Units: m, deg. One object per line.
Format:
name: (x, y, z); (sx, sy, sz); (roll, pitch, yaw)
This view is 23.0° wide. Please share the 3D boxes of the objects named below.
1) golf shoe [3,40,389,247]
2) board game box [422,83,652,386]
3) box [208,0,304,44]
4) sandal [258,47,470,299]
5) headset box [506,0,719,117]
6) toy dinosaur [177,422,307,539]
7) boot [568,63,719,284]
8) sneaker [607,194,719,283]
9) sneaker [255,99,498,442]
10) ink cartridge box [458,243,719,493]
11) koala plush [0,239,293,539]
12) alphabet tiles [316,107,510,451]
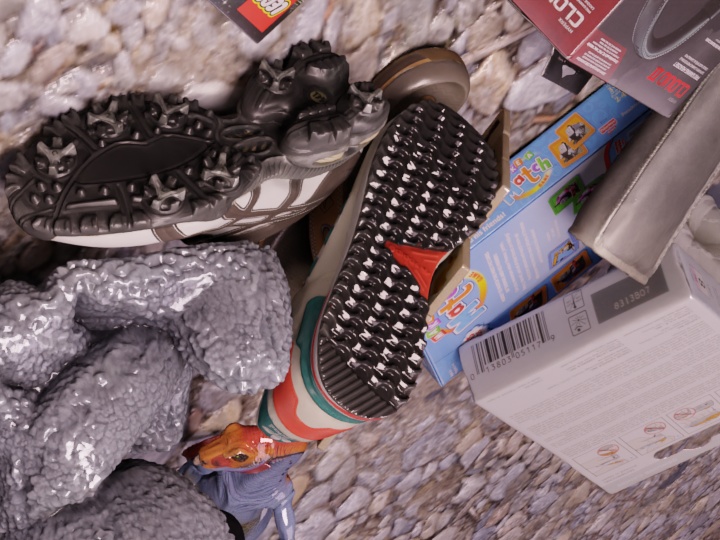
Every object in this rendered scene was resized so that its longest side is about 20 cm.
golf shoe: (-0.075, -0.035, 0.818); (0.199, 0.078, 0.095); (-18, 148, -35)
board game box: (0.108, -0.022, 1.125); (0.199, 0.037, 0.151); (-39, 155, -5)
box: (-0.041, -0.180, 0.672); (0.136, 0.038, 0.200); (-43, 154, 6)
sandal: (0.001, -0.029, 0.951); (0.200, 0.055, 0.081); (-51, 152, 22)
headset box: (0.166, -0.174, 0.913); (0.200, 0.077, 0.148); (-48, 153, 15)
toy dinosaur: (-0.079, 0.110, 0.969); (0.104, 0.201, 0.182); (17, 132, -22)
boot: (0.211, -0.084, 1.057); (0.181, 0.072, 0.202); (15, 101, -60)
sneaker: (0.235, 0.009, 1.241); (0.078, 0.100, 0.200); (-43, 173, 23)
sneaker: (0.000, 0.001, 0.865); (0.093, 0.070, 0.201); (-32, -153, 46)
ink cartridge box: (0.183, 0.070, 1.168); (0.162, 0.058, 0.200); (-28, 147, 22)
koala plush: (-0.122, 0.110, 0.799); (0.182, 0.202, 0.177); (-7, 167, -29)
alphabet tiles: (0.022, 0.007, 0.967); (0.201, 0.006, 0.167); (-53, -167, 25)
